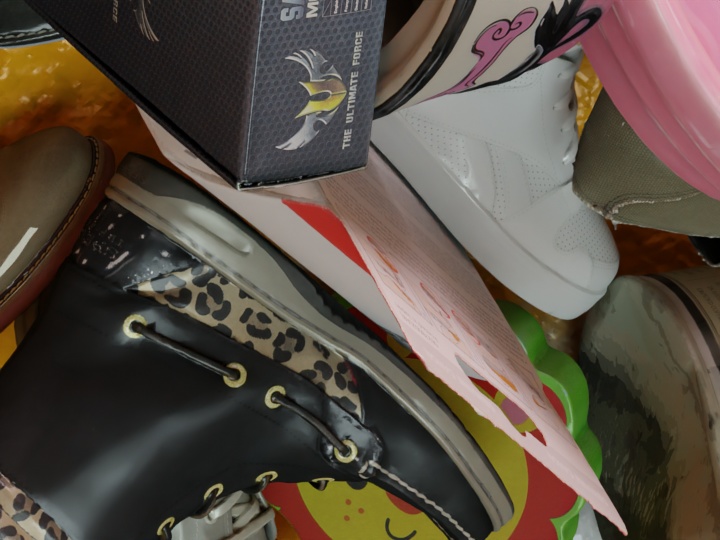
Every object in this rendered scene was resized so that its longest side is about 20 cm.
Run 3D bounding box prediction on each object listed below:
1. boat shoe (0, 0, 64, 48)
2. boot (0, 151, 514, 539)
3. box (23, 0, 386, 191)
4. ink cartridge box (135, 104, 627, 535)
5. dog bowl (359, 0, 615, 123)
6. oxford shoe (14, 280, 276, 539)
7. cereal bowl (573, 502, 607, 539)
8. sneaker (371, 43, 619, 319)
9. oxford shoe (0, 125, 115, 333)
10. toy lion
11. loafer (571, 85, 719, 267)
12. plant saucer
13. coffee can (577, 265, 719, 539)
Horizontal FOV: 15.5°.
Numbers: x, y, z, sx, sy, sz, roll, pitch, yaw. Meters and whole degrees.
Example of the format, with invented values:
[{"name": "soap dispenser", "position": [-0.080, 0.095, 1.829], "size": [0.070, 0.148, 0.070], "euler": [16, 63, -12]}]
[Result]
[{"name": "boat shoe", "position": [-0.165, -0.095, 0.874], "size": [0.198, 0.071, 0.072], "euler": [1, 128, -21]}, {"name": "boot", "position": [-0.054, 0.075, 0.951], "size": [0.203, 0.073, 0.154], "euler": [43, 82, -25]}, {"name": "box", "position": [-0.046, -0.147, 0.781], "size": [0.051, 0.158, 0.201], "euler": [-12, 124, -31]}, {"name": "ink cartridge box", "position": [0.000, 0.000, 0.898], "size": [0.050, 0.201, 0.161], "euler": [-36, 143, 12]}, {"name": "dog bowl", "position": [0.021, -0.145, 0.810], "size": [0.073, 0.201, 0.201], "euler": [-3, 131, -29]}, {"name": "oxford shoe", "position": [-0.064, 0.087, 1.009], "size": [0.057, 0.075, 0.201], "euler": [-23, 98, 25]}, {"name": "cereal bowl", "position": [0.093, 0.156, 1.158], "size": [0.198, 0.084, 0.201], "euler": [-9, 131, -10]}, {"name": "sneaker", "position": [0.069, -0.068, 0.965], "size": [0.115, 0.074, 0.200], "euler": [-34, 132, 14]}, {"name": "oxford shoe", "position": [-0.181, 0.000, 0.956], "size": [0.199, 0.071, 0.075], "euler": [-33, 124, 10]}, {"name": "toy lion", "position": [0.001, 0.097, 1.062], "size": [0.198, 0.069, 0.193], "euler": [-5, 106, 20]}, {"name": "loafer", "position": [0.144, -0.043, 0.986], "size": [0.199, 0.075, 0.070], "euler": [10, 132, -47]}, {"name": "plant saucer", "position": [0.127, -0.101, 0.884], "size": [0.051, 0.202, 0.200], "euler": [-24, 137, 37]}, {"name": "coffee can", "position": [0.204, 0.059, 1.050], "size": [0.198, 0.147, 0.147], "euler": [-8, 132, -16]}]
